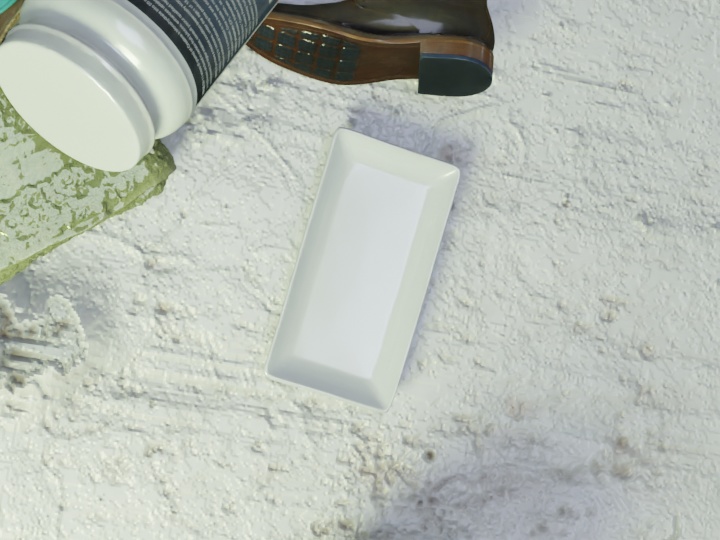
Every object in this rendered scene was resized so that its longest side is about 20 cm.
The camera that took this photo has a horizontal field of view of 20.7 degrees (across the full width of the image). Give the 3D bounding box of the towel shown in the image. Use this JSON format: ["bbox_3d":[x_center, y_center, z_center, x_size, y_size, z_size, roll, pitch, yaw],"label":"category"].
[{"bbox_3d":[-0.251,-0.081,1.452,0.199,0.036,0.149,-31,97,-11],"label":"towel"}]

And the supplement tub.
[{"bbox_3d":[-0.151,-0.184,1.396,0.140,0.140,0.200,41,62,-11],"label":"supplement tub"}]

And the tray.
[{"bbox_3d":[0.000,0.000,1.525,0.107,0.022,0.201,18,86,-15],"label":"tray"}]

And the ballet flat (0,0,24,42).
[{"bbox_3d":[-0.282,-0.181,1.427,0.200,0.065,0.071,-41,94,-6],"label":"ballet flat"}]

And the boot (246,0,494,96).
[{"bbox_3d":[0.007,-0.197,1.514,0.199,0.075,0.097,11,62,-4],"label":"boot"}]
